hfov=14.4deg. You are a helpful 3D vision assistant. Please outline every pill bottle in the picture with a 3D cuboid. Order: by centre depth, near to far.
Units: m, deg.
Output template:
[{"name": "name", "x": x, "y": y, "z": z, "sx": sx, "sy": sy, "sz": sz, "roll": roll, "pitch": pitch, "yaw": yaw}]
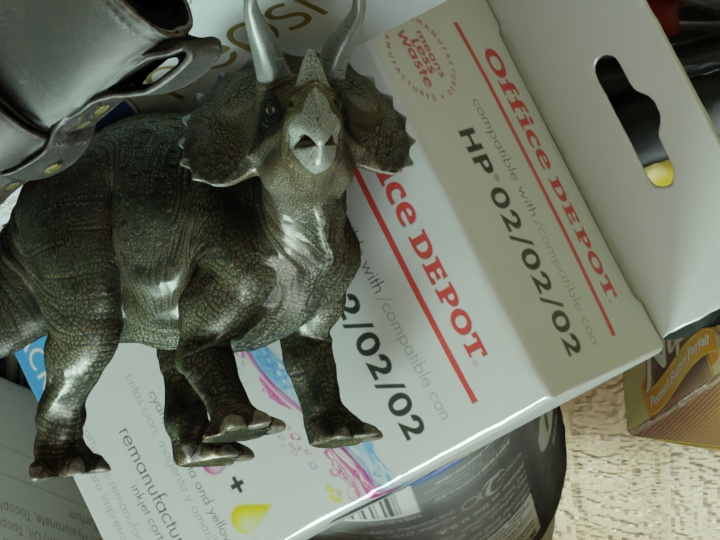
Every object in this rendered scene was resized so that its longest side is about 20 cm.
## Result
[{"name": "pill bottle", "x": 0.010, "y": 0.049, "z": 0.953, "sx": 0.113, "sy": 0.114, "sz": 0.200, "roll": -4, "pitch": 155, "yaw": 7}]

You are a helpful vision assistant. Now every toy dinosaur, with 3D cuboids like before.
[{"name": "toy dinosaur", "x": -0.048, "y": -0.002, "z": 0.734, "sx": 0.077, "sy": 0.103, "sz": 0.200, "roll": 3, "pitch": 168, "yaw": -42}]

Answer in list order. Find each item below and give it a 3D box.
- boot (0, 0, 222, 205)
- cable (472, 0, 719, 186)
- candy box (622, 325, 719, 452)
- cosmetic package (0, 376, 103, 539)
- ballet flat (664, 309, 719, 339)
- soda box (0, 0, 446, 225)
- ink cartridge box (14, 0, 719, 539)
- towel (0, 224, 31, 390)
[{"name": "boot", "x": -0.137, "y": -0.071, "z": 0.710, "sx": 0.174, "sy": 0.200, "sz": 0.069, "roll": -52, "pitch": 167, "yaw": 30}, {"name": "cable", "x": 0.112, "y": -0.068, "z": 0.785, "sx": 0.199, "sy": 0.050, "sz": 0.097, "roll": -16, "pitch": 116, "yaw": 22}, {"name": "candy box", "x": 0.204, "y": 0.030, "z": 0.986, "sx": 0.199, "sy": 0.056, "sz": 0.115, "roll": 11, "pitch": 151, "yaw": -26}, {"name": "cosmetic package", "x": -0.180, "y": 0.150, "z": 1.000, "sx": 0.167, "sy": 0.201, "sz": 0.166, "roll": -16, "pitch": 154, "yaw": 27}, {"name": "ballet flat", "x": 0.135, "y": -0.044, "z": 0.852, "sx": 0.066, "sy": 0.057, "sz": 0.200, "roll": 37, "pitch": 140, "yaw": -9}, {"name": "soda box", "x": -0.060, "y": -0.078, "z": 0.738, "sx": 0.200, "sy": 0.064, "sz": 0.068, "roll": -24, "pitch": 146, "yaw": 39}, {"name": "ink cartridge box", "x": 0.000, "y": 0.000, "z": 0.776, "sx": 0.200, "sy": 0.115, "sz": 0.068, "roll": -31, "pitch": 173, "yaw": 34}, {"name": "towel", "x": -0.159, "y": 0.023, "z": 0.987, "sx": 0.192, "sy": 0.035, "sz": 0.200, "roll": 4, "pitch": 154, "yaw": -9}]
